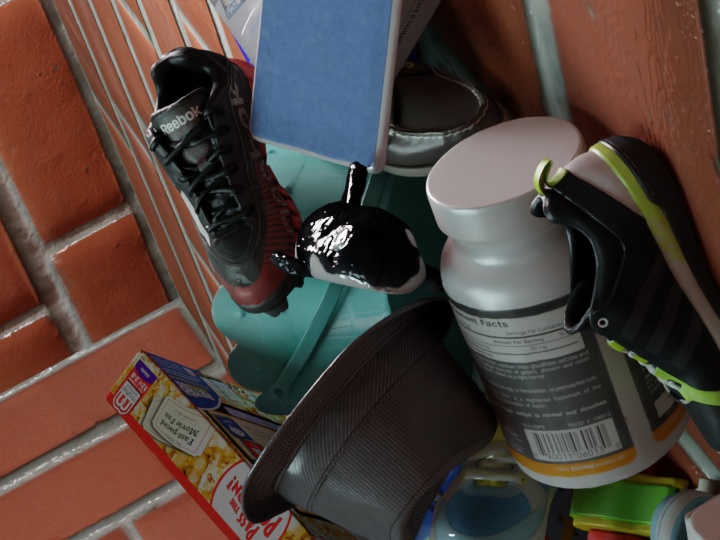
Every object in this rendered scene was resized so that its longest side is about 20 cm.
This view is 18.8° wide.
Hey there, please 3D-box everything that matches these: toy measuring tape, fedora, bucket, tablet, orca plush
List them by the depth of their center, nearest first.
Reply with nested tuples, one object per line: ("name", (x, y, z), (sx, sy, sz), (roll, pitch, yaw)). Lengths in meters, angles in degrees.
("fedora", (0.019, 0.105, 1.305), (0.090, 0.177, 0.200), (39, -175, 10))
("orca plush", (0.007, -0.028, 1.308), (0.200, 0.105, 0.071), (-6, -75, -82))
("tablet", (-0.017, -0.168, 1.335), (0.130, 0.014, 0.201), (18, 107, 46))
("toy measuring tape", (0.179, 0.151, 1.422), (0.074, 0.073, 0.200), (61, 171, 6))
("bucket", (0.000, 0.000, 1.514), (0.207, 0.134, 0.208), (16, -108, -60))

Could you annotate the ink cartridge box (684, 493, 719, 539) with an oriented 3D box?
("ink cartridge box", (0.254, 0.215, 1.174), (0.146, 0.084, 0.200), (54, 167, 39))

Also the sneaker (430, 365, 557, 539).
("sneaker", (0.093, 0.106, 1.448), (0.200, 0.079, 0.131), (-57, -33, -56))

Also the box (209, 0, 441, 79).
("box", (-0.032, -0.201, 1.392), (0.200, 0.041, 0.156), (56, 130, 33))

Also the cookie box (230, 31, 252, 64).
("cookie box", (-0.072, -0.231, 1.672), (0.201, 0.075, 0.171), (63, 170, -5))

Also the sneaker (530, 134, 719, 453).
("sneaker", (0.149, 0.022, 1.186), (0.201, 0.083, 0.072), (64, 171, -14))

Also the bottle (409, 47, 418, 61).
("bottle", (0.000, -0.159, 1.516), (0.084, 0.065, 0.200), (48, 164, 36))

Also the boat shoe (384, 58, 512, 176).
("boat shoe", (0.012, -0.111, 1.422), (0.200, 0.072, 0.060), (15, 149, 47))

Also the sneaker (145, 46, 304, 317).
("sneaker", (-0.093, -0.064, 1.415), (0.098, 0.071, 0.201), (32, -143, -54))

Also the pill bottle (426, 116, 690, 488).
("pill bottle", (0.114, 0.019, 1.267), (0.116, 0.116, 0.201), (45, 161, 60))

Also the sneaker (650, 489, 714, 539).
("sneaker", (0.195, 0.201, 1.360), (0.130, 0.079, 0.200), (23, 146, 50))

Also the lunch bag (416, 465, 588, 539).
("lunch bag", (0.115, 0.185, 1.578), (0.151, 0.200, 0.094), (44, 140, -14))

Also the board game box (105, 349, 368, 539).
("board game box", (-0.061, 0.144, 1.465), (0.200, 0.046, 0.151), (43, -169, 35))
